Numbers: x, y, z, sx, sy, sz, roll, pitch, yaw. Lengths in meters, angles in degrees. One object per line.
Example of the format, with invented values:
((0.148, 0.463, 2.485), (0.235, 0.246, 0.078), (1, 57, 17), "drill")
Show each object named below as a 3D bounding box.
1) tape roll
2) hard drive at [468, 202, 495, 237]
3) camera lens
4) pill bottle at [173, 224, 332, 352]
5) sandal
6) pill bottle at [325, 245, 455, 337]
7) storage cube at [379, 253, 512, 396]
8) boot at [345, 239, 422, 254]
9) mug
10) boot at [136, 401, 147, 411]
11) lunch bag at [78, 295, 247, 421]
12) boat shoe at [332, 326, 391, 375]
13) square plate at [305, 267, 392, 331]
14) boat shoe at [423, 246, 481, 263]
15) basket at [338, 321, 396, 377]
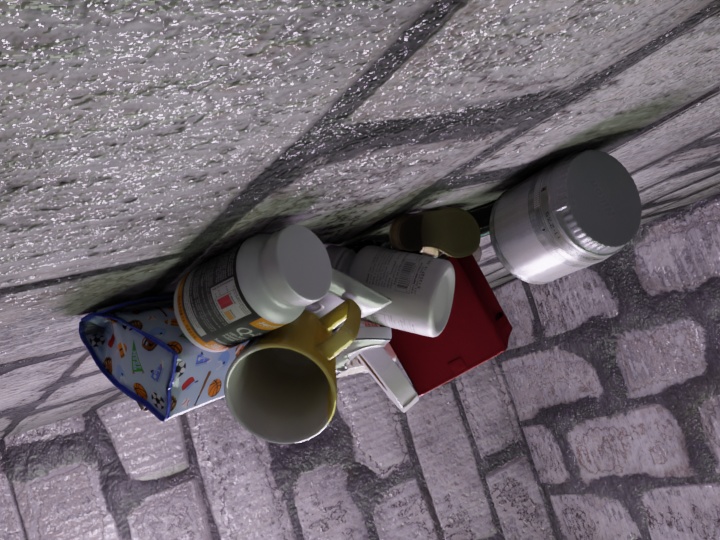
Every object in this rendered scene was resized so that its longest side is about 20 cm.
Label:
((0.027, 0.156, 1.410), (0.037, 0.204, 0.203), (-38, 175, -7), "tape roll")
((0.236, -0.092, 1.446), (0.197, 0.039, 0.140), (-21, 173, 6), "hard drive")
((0.303, -0.077, 1.232), (0.158, 0.163, 0.199), (-14, 172, -29), "camera lens")
((-0.136, 0.023, 1.022), (0.198, 0.119, 0.115), (-24, 171, 38), "pill bottle")
((0.103, -0.062, 1.281), (0.069, 0.079, 0.209), (8, -174, 42), "sandal")
((0.035, 0.024, 1.229), (0.196, 0.117, 0.114), (12, -176, 21), "pill bottle")
((0.141, 0.080, 1.416), (0.198, 0.182, 0.171), (-29, -179, 17), "storage cube")
((0.000, 0.001, 1.398), (0.196, 0.075, 0.161), (-23, 170, 32), "boot")
((-0.079, 0.127, 1.107), (0.183, 0.152, 0.154), (-7, -157, 9), "mug")
((-0.334, 0.152, 1.357), (0.069, 0.149, 0.199), (-10, 168, -40), "boot")
((-0.273, 0.099, 1.146), (0.198, 0.126, 0.169), (24, -161, 31), "lunch bag")
((-0.045, 0.130, 1.237), (0.196, 0.067, 0.074), (-11, 169, 6), "boat shoe")
((-0.085, 0.036, 1.164), (0.196, 0.029, 0.199), (27, 151, -22), "square plate")
((0.139, -0.029, 1.558), (0.196, 0.072, 0.077), (-9, 127, -22), "boat shoe")
((-0.045, 0.113, 1.607), (0.158, 0.204, 0.198), (-14, 172, -17), "basket")
